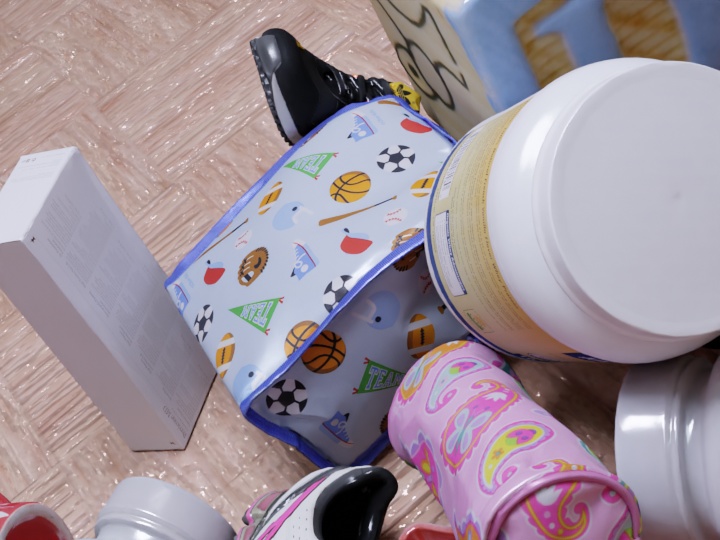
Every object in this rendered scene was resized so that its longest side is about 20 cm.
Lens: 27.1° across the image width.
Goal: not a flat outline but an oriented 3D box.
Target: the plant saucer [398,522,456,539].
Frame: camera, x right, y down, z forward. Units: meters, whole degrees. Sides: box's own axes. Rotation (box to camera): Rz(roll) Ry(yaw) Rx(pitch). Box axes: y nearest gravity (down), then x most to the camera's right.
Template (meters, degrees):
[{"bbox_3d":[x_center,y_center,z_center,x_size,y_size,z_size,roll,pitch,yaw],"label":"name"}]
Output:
[{"bbox_3d":[0.071,0.224,0.712,0.199,0.037,0.200,1,49,37],"label":"plant saucer"}]

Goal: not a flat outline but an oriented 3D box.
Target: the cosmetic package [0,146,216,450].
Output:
[{"bbox_3d":[-0.166,0.023,0.964,0.050,0.201,0.083,-7,43,28],"label":"cosmetic package"}]

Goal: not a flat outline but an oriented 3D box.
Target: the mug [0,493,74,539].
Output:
[{"bbox_3d":[-0.279,0.187,0.908,0.198,0.133,0.179,-11,72,19],"label":"mug"}]

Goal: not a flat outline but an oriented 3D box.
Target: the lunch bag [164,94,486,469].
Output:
[{"bbox_3d":[0.000,0.000,0.928,0.200,0.124,0.170,-49,38,4],"label":"lunch bag"}]

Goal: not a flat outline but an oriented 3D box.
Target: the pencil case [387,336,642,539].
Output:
[{"bbox_3d":[0.073,0.101,0.752,0.087,0.088,0.200,-33,18,-2],"label":"pencil case"}]

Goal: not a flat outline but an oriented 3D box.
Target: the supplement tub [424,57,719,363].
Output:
[{"bbox_3d":[0.120,-0.026,0.752,0.144,0.145,0.200,-40,5,-10],"label":"supplement tub"}]

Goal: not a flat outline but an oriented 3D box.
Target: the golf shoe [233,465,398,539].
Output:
[{"bbox_3d":[-0.040,0.175,0.776,0.092,0.073,0.201,-33,21,38],"label":"golf shoe"}]

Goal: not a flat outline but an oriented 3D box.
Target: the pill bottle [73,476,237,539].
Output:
[{"bbox_3d":[-0.143,0.217,0.807,0.110,0.111,0.201,0,48,35],"label":"pill bottle"}]

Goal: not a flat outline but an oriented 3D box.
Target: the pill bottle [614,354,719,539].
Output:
[{"bbox_3d":[0.227,0.083,0.693,0.198,0.114,0.114,-7,44,29],"label":"pill bottle"}]

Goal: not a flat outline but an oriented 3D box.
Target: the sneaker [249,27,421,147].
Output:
[{"bbox_3d":[-0.007,-0.114,1.015,0.089,0.200,0.070,-23,62,8],"label":"sneaker"}]

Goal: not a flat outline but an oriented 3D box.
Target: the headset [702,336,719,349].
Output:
[{"bbox_3d":[0.256,-0.029,0.853,0.199,0.094,0.124,-37,39,20],"label":"headset"}]

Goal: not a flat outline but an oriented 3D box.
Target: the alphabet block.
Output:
[{"bbox_3d":[0.127,-0.179,0.951,0.196,0.196,0.200,-34,38,-5],"label":"alphabet block"}]
